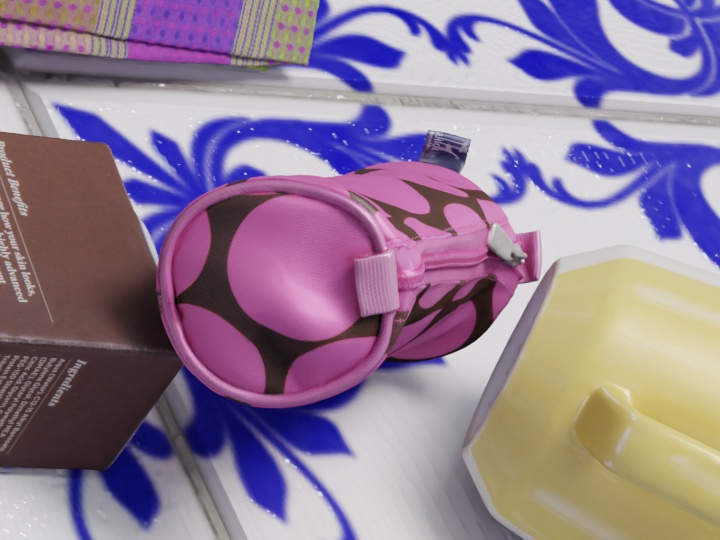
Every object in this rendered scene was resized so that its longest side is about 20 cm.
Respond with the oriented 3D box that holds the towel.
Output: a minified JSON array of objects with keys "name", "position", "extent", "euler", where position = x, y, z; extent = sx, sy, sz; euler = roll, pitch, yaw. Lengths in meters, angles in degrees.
[{"name":"towel","position":[-0.082,-0.154,1.168],"extent":[0.023,0.144,0.200],"euler":[17,10,41]}]

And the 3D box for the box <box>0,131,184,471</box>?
[{"name":"box","position":[-0.167,0.005,0.982],"extent":[0.200,0.075,0.100],"euler":[5,47,-34]}]

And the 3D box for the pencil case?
[{"name":"pencil case","position":[0.000,0.000,1.050],"extent":[0.094,0.091,0.200],"euler":[7,7,15]}]

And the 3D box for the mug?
[{"name":"mug","position":[0.128,0.058,1.092],"extent":[0.153,0.187,0.150],"euler":[27,62,0]}]
